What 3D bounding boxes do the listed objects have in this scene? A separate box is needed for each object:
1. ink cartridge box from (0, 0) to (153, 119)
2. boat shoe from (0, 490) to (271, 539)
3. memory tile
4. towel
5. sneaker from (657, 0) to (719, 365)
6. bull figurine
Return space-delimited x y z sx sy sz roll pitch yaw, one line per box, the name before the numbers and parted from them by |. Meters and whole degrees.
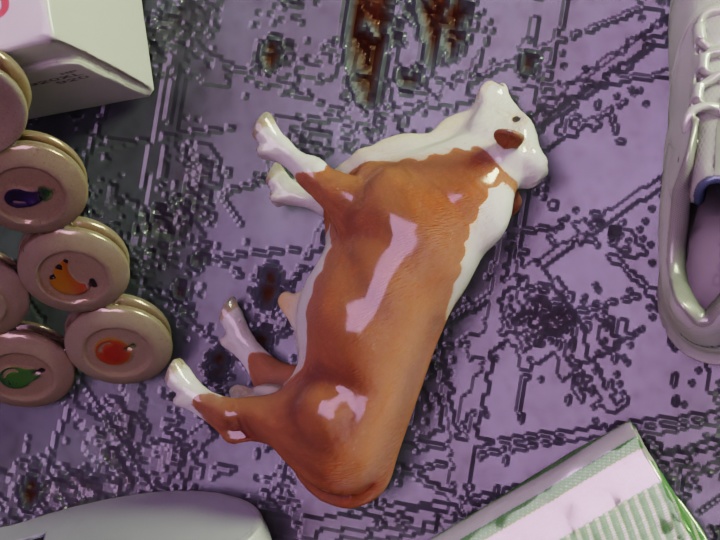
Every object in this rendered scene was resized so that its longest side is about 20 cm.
ink cartridge box | -0.192 -0.170 0.825 0.146 0.145 0.202 -10 85 11
boat shoe | -0.131 0.154 0.844 0.198 0.071 0.070 -13 112 8
memory tile | -0.179 -0.006 0.807 0.152 0.201 0.017 -14 42 13
towel | 0.107 0.187 0.804 0.152 0.023 0.201 -31 83 11
sneaker | 0.159 -0.062 0.770 0.074 0.087 0.202 1 86 15
bull figurine | 0.000 0.000 0.816 0.121 0.065 0.201 22 90 17
